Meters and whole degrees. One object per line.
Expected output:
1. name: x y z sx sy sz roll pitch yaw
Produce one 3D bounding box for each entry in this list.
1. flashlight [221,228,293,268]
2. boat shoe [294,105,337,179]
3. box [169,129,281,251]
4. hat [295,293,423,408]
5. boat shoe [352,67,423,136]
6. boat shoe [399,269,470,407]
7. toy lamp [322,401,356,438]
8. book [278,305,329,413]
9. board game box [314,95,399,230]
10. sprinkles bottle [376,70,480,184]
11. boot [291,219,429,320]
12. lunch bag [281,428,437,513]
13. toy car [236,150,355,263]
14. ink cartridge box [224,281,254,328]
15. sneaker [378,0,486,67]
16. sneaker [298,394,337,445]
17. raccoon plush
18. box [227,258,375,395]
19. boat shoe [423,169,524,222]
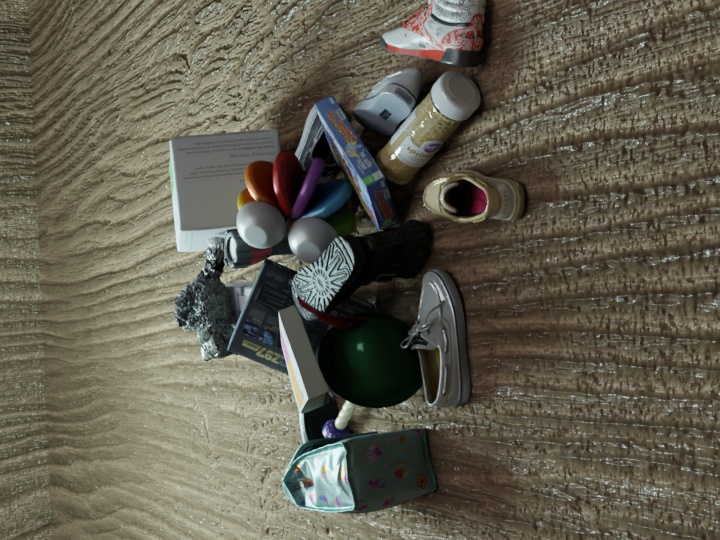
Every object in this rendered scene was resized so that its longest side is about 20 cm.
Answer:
1. flashlight: -0.133 -0.041 1.808 0.068 0.199 0.068 54 136 41
2. boat shoe: -0.071 -0.184 1.829 0.068 0.071 0.201 44 121 50
3. box: -0.242 -0.140 1.935 0.199 0.198 0.173 137 126 -75
4. hat: 0.024 0.088 1.534 0.165 0.200 0.177 41 146 20
5. boat shoe: 0.048 -0.259 1.637 0.066 0.073 0.200 -57 16 -14
6. boat shoe: 0.100 0.100 1.552 0.074 0.086 0.204 -14 80 57
7. toy lamp: -0.008 0.208 1.762 0.058 0.058 0.201 59 141 37
8. book: -0.090 0.136 1.598 0.200 0.048 0.134 107 143 -77
9. board game box: -0.005 -0.164 1.682 0.201 0.034 0.136 60 175 35
10. sprinkles bottle: 0.096 -0.205 1.556 0.200 0.068 0.069 -46 54 50
11. boot: 0.001 0.002 1.638 0.211 0.157 0.080 -40 71 49
12. lunch bag: -0.008 0.315 1.658 0.200 0.169 0.123 -25 72 53
13. toy car: -0.099 -0.120 1.731 0.176 0.198 0.151 -71 -3 -51
14. ink cartridge box: -0.142 0.062 1.880 0.200 0.145 0.087 -1 94 59
15. sneaker: 0.106 -0.358 1.534 0.201 0.067 0.109 26 113 51
16. sneaker: -0.084 0.306 1.874 0.083 0.071 0.202 -15 79 58
17. raccoon plush: -0.249 0.056 1.836 0.134 0.096 0.202 30 119 45
18. box: -0.096 0.092 1.735 0.051 0.199 0.159 -100 33 -79
19. boat shoe: 0.141 -0.104 1.487 0.199 0.069 0.074 7 98 58
